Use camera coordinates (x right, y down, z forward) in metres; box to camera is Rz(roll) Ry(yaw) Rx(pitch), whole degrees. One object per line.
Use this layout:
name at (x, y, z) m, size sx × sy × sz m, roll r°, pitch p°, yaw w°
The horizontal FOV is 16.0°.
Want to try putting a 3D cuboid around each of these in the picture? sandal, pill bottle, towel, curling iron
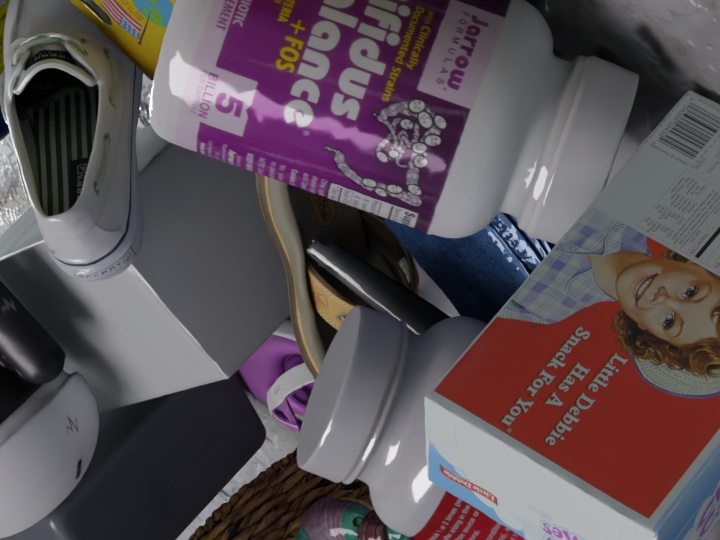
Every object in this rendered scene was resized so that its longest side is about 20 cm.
sandal at (0.000, 0.000, 1.345) m, size 0.054 × 0.080 × 0.201 m, roll 11°, pitch 134°, yaw 33°
pill bottle at (0.016, -0.080, 1.126) m, size 0.199 × 0.113 × 0.112 m, roll 19°, pitch 150°, yaw 2°
towel at (0.034, -0.051, 1.249) m, size 0.200 × 0.049 × 0.112 m, roll 52°, pitch 152°, yaw -17°
curling iron at (0.053, 0.043, 1.318) m, size 0.200 × 0.026 × 0.050 m, roll 33°, pitch -179°, yaw -15°
pill bottle at (0.076, 0.090, 1.251) m, size 0.199 × 0.113 × 0.112 m, roll 20°, pitch 154°, yaw -10°
sandal at (-0.018, 0.077, 1.497) m, size 0.202 × 0.050 × 0.083 m, roll 11°, pitch 138°, yaw 47°

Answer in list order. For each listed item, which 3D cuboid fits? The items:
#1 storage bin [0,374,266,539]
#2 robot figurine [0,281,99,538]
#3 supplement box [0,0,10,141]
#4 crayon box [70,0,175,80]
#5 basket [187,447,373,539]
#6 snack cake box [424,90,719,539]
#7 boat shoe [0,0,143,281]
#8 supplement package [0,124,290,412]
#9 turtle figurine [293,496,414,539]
storage bin at (-0.164, 0.106, 1.570) m, size 0.134 × 0.200 × 0.146 m, roll 12°, pitch 139°, yaw 44°
robot figurine at (-0.236, 0.057, 1.435) m, size 0.200 × 0.125 × 0.150 m, roll 48°, pitch 177°, yaw -4°
supplement box at (-0.274, -0.149, 1.457) m, size 0.200 × 0.110 × 0.109 m, roll 49°, pitch 152°, yaw -10°
crayon box at (-0.105, -0.184, 1.245) m, size 0.127 × 0.051 × 0.200 m, roll 45°, pitch 152°, yaw -4°
basket at (-0.032, 0.221, 1.558) m, size 0.149 × 0.200 × 0.143 m, roll 31°, pitch 149°, yaw 27°
snack cake box at (0.130, 0.030, 1.069) m, size 0.115 × 0.200 × 0.067 m, roll 31°, pitch 151°, yaw 23°
boat shoe at (-0.149, -0.093, 1.321) m, size 0.067 × 0.073 × 0.201 m, roll 62°, pitch -170°, yaw -58°
supplement package at (-0.118, -0.006, 1.442) m, size 0.117 × 0.117 × 0.200 m, roll 51°, pitch 153°, yaw -12°
turtle figurine at (0.063, 0.168, 1.460) m, size 0.200 × 0.101 × 0.150 m, roll -1°, pitch 135°, yaw 48°
